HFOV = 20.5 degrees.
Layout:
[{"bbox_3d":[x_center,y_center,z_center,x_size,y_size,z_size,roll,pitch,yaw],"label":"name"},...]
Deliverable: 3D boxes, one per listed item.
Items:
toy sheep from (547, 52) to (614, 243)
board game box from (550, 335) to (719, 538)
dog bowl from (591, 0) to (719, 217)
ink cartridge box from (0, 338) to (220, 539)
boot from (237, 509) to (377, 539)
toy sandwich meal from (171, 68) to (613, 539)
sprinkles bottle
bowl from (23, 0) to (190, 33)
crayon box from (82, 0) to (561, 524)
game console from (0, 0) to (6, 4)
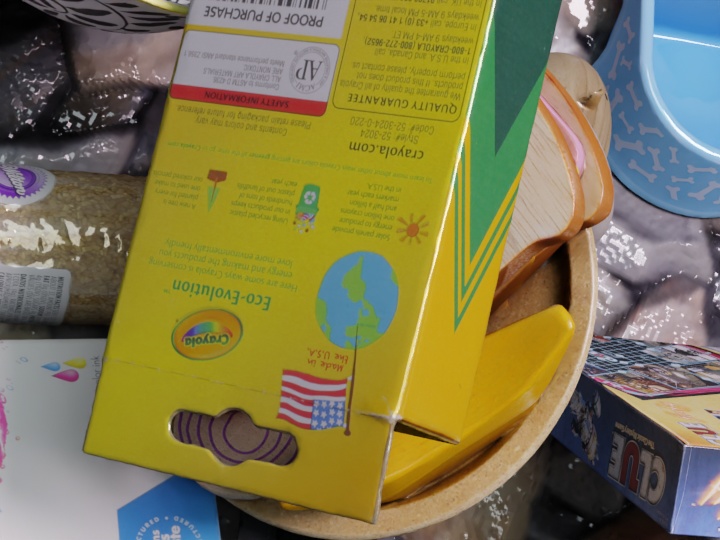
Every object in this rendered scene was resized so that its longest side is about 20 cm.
[{"bbox_3d":[0.030,-0.027,0.837,0.200,0.138,0.138,-39,88,-19],"label":"toy sheep"},{"bbox_3d":[0.153,0.066,0.809,0.134,0.200,0.035,7,99,-13],"label":"board game box"},{"bbox_3d":[0.167,-0.129,0.943,0.110,0.050,0.202,8,73,-13],"label":"dog bowl"},{"bbox_3d":[-0.158,0.092,0.768,0.198,0.067,0.117,-1,58,-16],"label":"ink cartridge box"},{"bbox_3d":[0.030,0.130,0.764,0.161,0.074,0.199,3,30,-1],"label":"boot"},{"bbox_3d":[0.000,0.000,0.734,0.203,0.070,0.208,-5,75,17],"label":"toy sandwich meal"},{"bbox_3d":[-0.147,-0.011,0.813,0.198,0.068,0.069,3,74,-15],"label":"sprinkles bottle"},{"bbox_3d":[-0.108,-0.166,0.788,0.199,0.094,0.203,21,53,-30],"label":"bowl"},{"bbox_3d":[-0.014,-0.021,0.682,0.126,0.051,0.202,10,82,32],"label":"crayon box"},{"bbox_3d":[-0.207,-0.187,0.870,0.170,0.118,0.201,-23,82,-51],"label":"game console"}]
